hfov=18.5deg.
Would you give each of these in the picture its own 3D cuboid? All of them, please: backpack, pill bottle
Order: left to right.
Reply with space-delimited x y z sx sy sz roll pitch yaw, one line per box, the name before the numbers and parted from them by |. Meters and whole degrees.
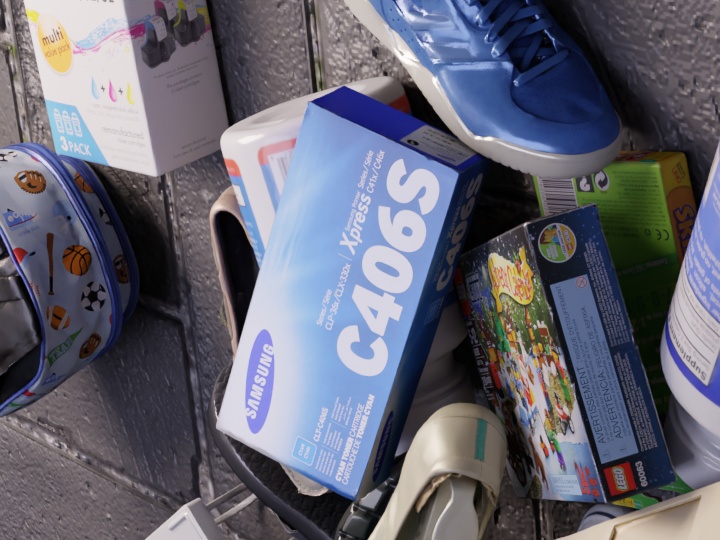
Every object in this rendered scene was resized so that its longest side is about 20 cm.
backpack | -0.240 0.004 1.529 0.201 0.154 0.190 60 152 -4
pill bottle | 0.000 0.000 1.264 0.112 0.112 0.202 -3 108 51
pill bottle | 0.202 0.015 1.024 0.112 0.112 0.201 38 137 30

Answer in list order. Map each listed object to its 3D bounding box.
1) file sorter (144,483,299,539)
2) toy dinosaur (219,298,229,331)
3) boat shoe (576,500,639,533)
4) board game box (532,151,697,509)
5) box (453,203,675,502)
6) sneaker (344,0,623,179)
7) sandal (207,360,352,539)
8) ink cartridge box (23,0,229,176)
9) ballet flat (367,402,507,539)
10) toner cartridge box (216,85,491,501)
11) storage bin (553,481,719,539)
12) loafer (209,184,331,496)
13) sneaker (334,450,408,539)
file sorter | -0.046 0.238 1.446 0.201 0.124 0.139 58 142 8
toy dinosaur | -0.043 0.004 1.377 0.088 0.047 0.201 53 139 26
boat shoe | 0.129 0.229 1.259 0.074 0.086 0.204 28 131 38
board game box | 0.149 0.035 1.172 0.095 0.030 0.202 6 112 50
box | 0.099 0.047 1.136 0.200 0.037 0.138 146 107 -80
sneaker | 0.064 -0.141 1.132 0.200 0.076 0.112 48 150 31
sandal | -0.029 0.144 1.394 0.200 0.076 0.043 49 141 6
ink cartridge box | -0.156 -0.170 1.392 0.115 0.068 0.202 13 120 46
ballet flat | 0.032 0.162 1.188 0.069 0.069 0.201 39 130 30
toner cartridge box | -0.006 0.014 1.179 0.094 0.043 0.201 26 115 20
storage bin | 0.207 0.194 1.067 0.198 0.094 0.200 35 148 -17
loafer | -0.053 0.044 1.327 0.071 0.063 0.202 -9 99 28
sneaker | 0.022 0.174 1.292 0.075 0.079 0.201 18 125 7
